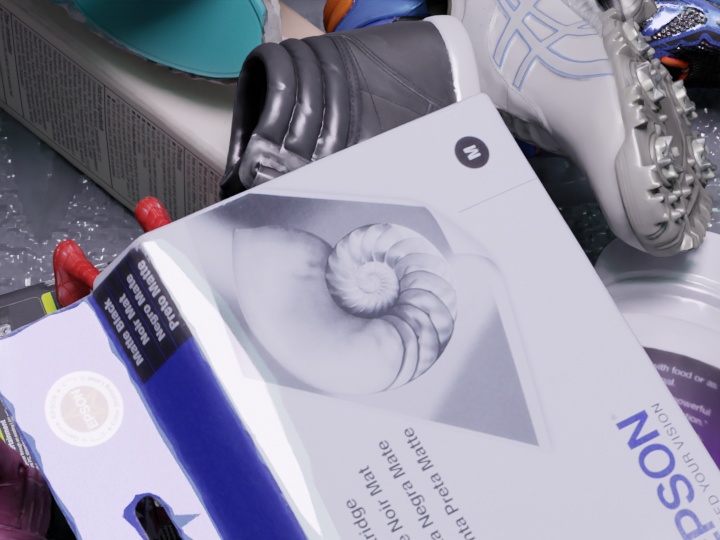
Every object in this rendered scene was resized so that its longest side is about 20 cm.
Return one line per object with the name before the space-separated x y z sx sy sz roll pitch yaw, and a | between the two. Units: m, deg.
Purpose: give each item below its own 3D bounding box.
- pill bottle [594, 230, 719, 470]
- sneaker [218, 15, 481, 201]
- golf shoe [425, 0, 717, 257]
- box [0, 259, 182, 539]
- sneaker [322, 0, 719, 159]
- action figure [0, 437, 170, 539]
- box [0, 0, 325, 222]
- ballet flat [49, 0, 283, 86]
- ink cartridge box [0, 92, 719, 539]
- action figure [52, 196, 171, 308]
pill bottle | 0.104 0.087 0.970 0.111 0.112 0.200 15 58 7
sneaker | 0.000 0.000 0.951 0.099 0.071 0.201 -1 68 -19
golf shoe | 0.076 -0.068 1.021 0.097 0.078 0.200 -27 43 13
box | -0.105 0.097 0.995 0.160 0.044 0.200 -18 59 -13
sneaker | 0.084 -0.083 1.112 0.199 0.075 0.079 -3 66 5
action figure | -0.151 0.117 0.915 0.200 0.149 0.134 -19 89 -31
box | -0.060 -0.064 1.072 0.200 0.095 0.078 38 63 18
ballet flat | -0.108 -0.139 1.029 0.200 0.072 0.072 28 60 12
ink cartridge box | 0.006 0.061 0.864 0.200 0.041 0.200 -26 75 -22
action figure | -0.036 0.061 0.965 0.065 0.099 0.200 -30 41 -18
